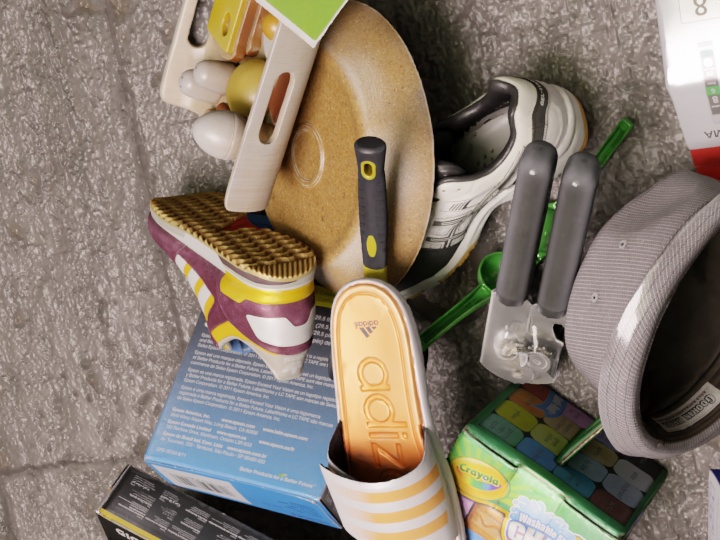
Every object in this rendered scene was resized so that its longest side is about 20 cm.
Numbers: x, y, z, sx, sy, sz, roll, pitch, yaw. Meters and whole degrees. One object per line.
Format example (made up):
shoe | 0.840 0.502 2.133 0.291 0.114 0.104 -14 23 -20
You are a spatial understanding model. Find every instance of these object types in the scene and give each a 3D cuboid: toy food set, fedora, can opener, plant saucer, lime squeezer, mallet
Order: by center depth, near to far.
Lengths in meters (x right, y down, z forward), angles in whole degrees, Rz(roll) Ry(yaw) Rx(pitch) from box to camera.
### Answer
fedora | 0.194 0.011 0.860 0.090 0.176 0.202 37 107 43
can opener | 0.115 -0.005 0.899 0.053 0.067 0.201 16 135 11
mallet | 0.000 0.000 0.899 0.065 0.041 0.201 4 131 18
lime squeezer | 0.107 -0.020 0.941 0.200 0.071 0.038 -46 59 -2
plant saucer | -0.023 -0.078 0.951 0.200 0.035 0.203 18 111 55
toy food set | -0.089 -0.145 0.957 0.200 0.060 0.145 53 129 55

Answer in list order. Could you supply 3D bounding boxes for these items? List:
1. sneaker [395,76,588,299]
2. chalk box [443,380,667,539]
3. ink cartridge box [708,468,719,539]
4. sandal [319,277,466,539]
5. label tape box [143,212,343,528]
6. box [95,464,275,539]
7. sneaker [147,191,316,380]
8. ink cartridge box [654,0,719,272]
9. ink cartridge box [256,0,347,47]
sneaker | 0.052 -0.058 0.934 0.200 0.087 0.076 -44 58 24
chalk box | 0.113 0.159 0.945 0.123 0.125 0.201 33 113 15
ink cartridge box | 0.271 0.228 0.910 0.093 0.044 0.202 -1 103 3
sandal | 0.008 0.111 0.880 0.078 0.059 0.209 -7 101 28
label tape box | -0.051 0.068 1.024 0.143 0.063 0.202 10 66 24
box | -0.092 0.240 1.062 0.198 0.050 0.160 24 150 19
sneaker | -0.096 0.007 0.993 0.200 0.074 0.091 35 129 55
ink cartridge box | 0.267 -0.100 0.850 0.159 0.050 0.202 -5 98 28
ink cartridge box | 0.016 -0.229 0.861 0.201 0.076 0.148 -52 47 7
